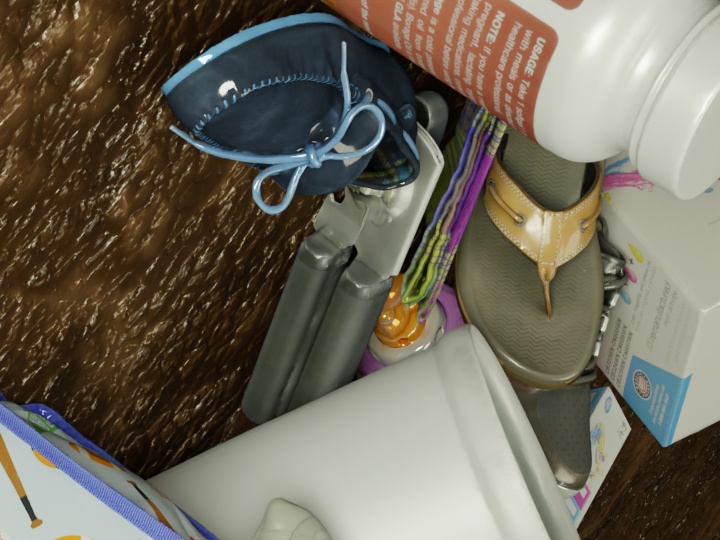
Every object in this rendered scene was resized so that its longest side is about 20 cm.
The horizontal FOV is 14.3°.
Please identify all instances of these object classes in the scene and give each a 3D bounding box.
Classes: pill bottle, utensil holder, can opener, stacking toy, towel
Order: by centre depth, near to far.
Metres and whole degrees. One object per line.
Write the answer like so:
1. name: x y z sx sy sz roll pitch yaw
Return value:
1. pill bottle: 0.081 -0.118 1.240 0.112 0.200 0.112 -45 158 -25
2. utensil holder: -0.002 0.141 1.401 0.199 0.171 0.170 -23 160 6
3. towel: 0.063 -0.089 1.428 0.144 0.023 0.201 -76 -174 -58
4. can opener: 0.000 0.000 1.449 0.067 0.053 0.201 -27 147 -50
5. stacking toy: 0.034 0.049 1.560 0.200 0.115 0.110 54 28 -51

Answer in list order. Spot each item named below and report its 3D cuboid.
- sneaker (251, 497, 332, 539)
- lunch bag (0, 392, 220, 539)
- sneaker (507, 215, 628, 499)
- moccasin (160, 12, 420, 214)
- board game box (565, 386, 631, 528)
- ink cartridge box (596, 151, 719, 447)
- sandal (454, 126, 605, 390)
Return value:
1. sneaker: -0.084 0.175 1.305 0.199 0.092 0.076 -30 160 15
2. lunch bag: -0.125 0.170 1.215 0.170 0.200 0.124 -57 159 1
3. sneaker: 0.103 0.020 1.521 0.077 0.082 0.201 -5 83 -60
4. moccasin: -0.015 -0.068 1.255 0.080 0.068 0.200 -30 169 25
5. board game box: 0.062 0.149 1.657 0.034 0.134 0.200 60 38 -21
6. ink cartridge box: 0.170 -0.030 1.607 0.125 0.200 0.129 -25 148 -24
7. sandal: 0.099 -0.040 1.477 0.055 0.081 0.201 120 -16 -74
